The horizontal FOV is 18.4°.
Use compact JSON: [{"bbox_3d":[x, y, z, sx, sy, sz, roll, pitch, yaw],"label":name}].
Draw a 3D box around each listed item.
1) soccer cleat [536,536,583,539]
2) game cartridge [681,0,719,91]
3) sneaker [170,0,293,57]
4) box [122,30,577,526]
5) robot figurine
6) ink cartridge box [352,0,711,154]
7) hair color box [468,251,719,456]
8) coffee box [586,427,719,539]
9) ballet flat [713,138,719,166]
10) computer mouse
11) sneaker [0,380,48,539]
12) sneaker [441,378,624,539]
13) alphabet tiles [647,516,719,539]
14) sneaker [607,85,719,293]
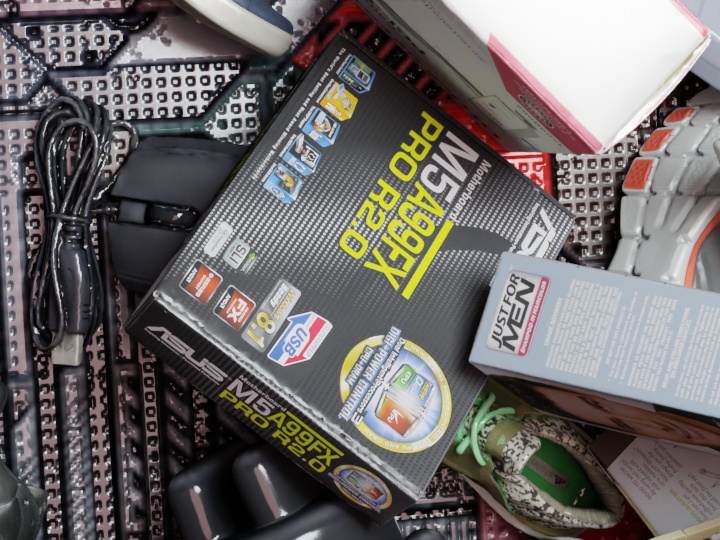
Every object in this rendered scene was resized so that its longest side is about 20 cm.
[{"bbox_3d":[0.087,0.238,1.176,0.086,0.070,0.201,22,96,-37],"label":"soccer cleat"},{"bbox_3d":[0.234,-0.138,1.190,0.199,0.041,0.133,27,59,-10],"label":"game cartridge"},{"bbox_3d":[-0.098,-0.196,1.135,0.200,0.075,0.085,41,87,-8],"label":"sneaker"},{"bbox_3d":[0.000,0.000,1.102,0.160,0.044,0.200,38,54,-6],"label":"box"},{"bbox_3d":[-0.026,0.181,1.123,0.124,0.150,0.201,-23,94,-23],"label":"robot figurine"},{"bbox_3d":[0.073,-0.133,1.105,0.146,0.200,0.083,43,86,-8],"label":"ink cartridge box"},{"bbox_3d":[0.164,0.049,1.056,0.199,0.099,0.061,12,77,31],"label":"hair color box"},{"bbox_3d":[0.227,0.065,1.142,0.200,0.114,0.080,-42,62,7],"label":"coffee box"},{"bbox_3d":[0.239,-0.022,1.165,0.200,0.069,0.070,12,87,-51],"label":"ballet flat"},{"bbox_3d":[-0.071,-0.016,1.152,0.199,0.053,0.139,4,89,-11],"label":"computer mouse"},{"bbox_3d":[-0.194,0.145,1.120,0.087,0.076,0.201,-12,92,-17],"label":"sneaker"},{"bbox_3d":[0.062,0.077,1.151,0.200,0.089,0.077,30,82,-17],"label":"sneaker"},{"bbox_3d":[0.163,0.199,1.138,0.166,0.006,0.201,-15,133,-23],"label":"alphabet tiles"},{"bbox_3d":[0.183,-0.011,1.204,0.082,0.077,0.200,39,75,-40],"label":"sneaker"}]
